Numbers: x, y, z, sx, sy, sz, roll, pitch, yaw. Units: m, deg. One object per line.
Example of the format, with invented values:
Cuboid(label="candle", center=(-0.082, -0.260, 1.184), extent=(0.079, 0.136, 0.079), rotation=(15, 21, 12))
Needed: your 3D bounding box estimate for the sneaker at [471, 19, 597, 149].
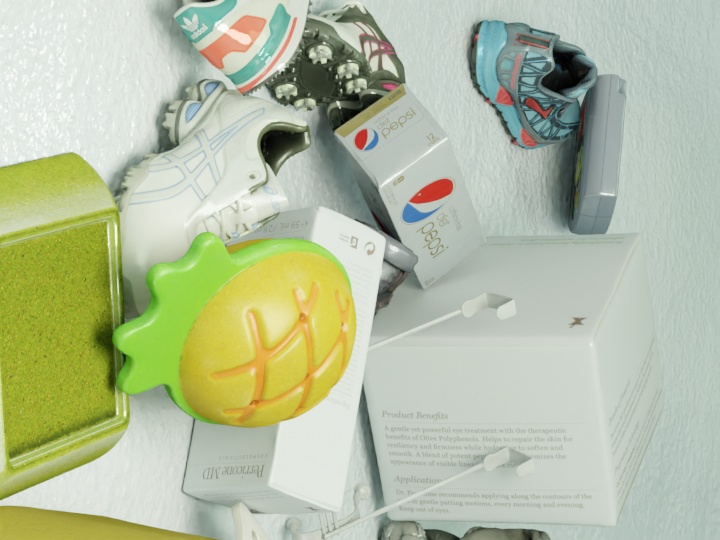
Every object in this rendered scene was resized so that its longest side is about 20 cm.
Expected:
Cuboid(label="sneaker", center=(0.172, -0.162, 2.107), extent=(0.200, 0.095, 0.080), rotation=(34, 62, -61))

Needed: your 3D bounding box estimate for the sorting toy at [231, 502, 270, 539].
Cuboid(label="sorting toy", center=(-0.075, 0.261, 1.608), extent=(0.201, 0.106, 0.181), rotation=(-64, 144, -40))

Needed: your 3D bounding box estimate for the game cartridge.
Cuboid(label="game cartridge", center=(0.224, -0.102, 2.214), extent=(0.200, 0.041, 0.134), rotation=(82, 10, -82))

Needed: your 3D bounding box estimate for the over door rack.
Cuboid(label="over door rack", center=(0.025, 0.108, 1.762), extent=(0.199, 0.067, 0.149), rotation=(-16, 113, -17))

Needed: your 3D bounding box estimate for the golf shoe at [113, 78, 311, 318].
Cuboid(label="golf shoe", center=(-0.099, -0.047, 1.535), extent=(0.079, 0.097, 0.201), rotation=(80, 28, -48))

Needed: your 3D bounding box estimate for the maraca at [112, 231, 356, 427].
Cuboid(label="maraca", center=(-0.078, 0.037, 1.484), extent=(0.200, 0.107, 0.138), rotation=(15, 106, -52))

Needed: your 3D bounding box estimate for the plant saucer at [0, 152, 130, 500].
Cuboid(label="plant saucer", center=(-0.196, 0.039, 1.399), extent=(0.200, 0.048, 0.201), rotation=(-20, 110, -63))

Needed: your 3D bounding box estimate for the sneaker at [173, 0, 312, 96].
Cuboid(label="sneaker", center=(-0.081, -0.215, 1.597), extent=(0.093, 0.070, 0.201), rotation=(37, 41, -28))

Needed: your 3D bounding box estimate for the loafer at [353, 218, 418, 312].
Cuboid(label="loafer", center=(0.000, 0.000, 1.753), extent=(0.063, 0.072, 0.200), rotation=(-59, -178, -1))

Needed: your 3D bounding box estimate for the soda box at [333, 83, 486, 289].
Cuboid(label="soda box", center=(0.041, -0.063, 1.803), extent=(0.068, 0.064, 0.200), rotation=(-36, 156, -4))

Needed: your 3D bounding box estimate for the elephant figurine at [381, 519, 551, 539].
Cuboid(label="elephant figurine", center=(0.111, 0.275, 1.892), extent=(0.142, 0.199, 0.156), rotation=(65, 36, -43))

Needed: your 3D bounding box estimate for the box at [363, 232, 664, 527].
Cuboid(label="box", center=(0.127, 0.086, 1.902), extent=(0.200, 0.198, 0.172), rotation=(-56, 140, -57))

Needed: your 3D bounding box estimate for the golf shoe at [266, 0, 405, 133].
Cuboid(label="golf shoe", center=(-0.022, -0.162, 1.746), extent=(0.200, 0.077, 0.089), rotation=(33, 44, -66))

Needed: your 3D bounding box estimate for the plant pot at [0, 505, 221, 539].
Cuboid(label="plant pot", center=(-0.161, 0.231, 1.328), extent=(0.200, 0.195, 0.195), rotation=(27, 73, -55))

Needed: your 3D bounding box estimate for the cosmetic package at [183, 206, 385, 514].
Cuboid(label="cosmetic package", center=(-0.053, 0.065, 1.627), extent=(0.074, 0.101, 0.201), rotation=(23, 68, -37))
